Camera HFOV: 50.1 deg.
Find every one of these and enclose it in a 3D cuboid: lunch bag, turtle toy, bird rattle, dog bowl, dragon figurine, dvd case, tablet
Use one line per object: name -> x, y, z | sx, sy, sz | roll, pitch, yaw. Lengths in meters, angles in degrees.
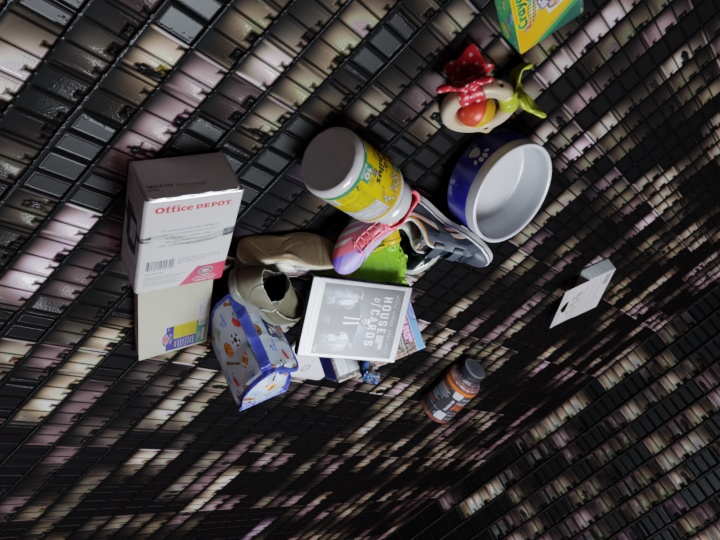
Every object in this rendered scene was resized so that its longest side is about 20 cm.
lunch bag -> -0.195, 0.139, 1.387 | 0.123, 0.171, 0.200 | -23, 163, -18
turtle toy -> 0.000, 0.000, 1.454 | 0.198, 0.101, 0.147 | -17, 106, -21
bird rattle -> 0.199, -0.273, 1.256 | 0.198, 0.114, 0.163 | -7, 158, -31
dog bowl -> 0.259, -0.158, 1.437 | 0.199, 0.079, 0.202 | -23, 133, -28
dragon figurine -> -0.022, 0.134, 1.464 | 0.100, 0.199, 0.059 | -54, -167, -13
dvd case -> -0.012, 0.089, 1.398 | 0.198, 0.025, 0.152 | 7, 104, -24
tablet -> -0.113, 0.204, 1.750 | 0.130, 0.014, 0.199 | -43, 147, 20

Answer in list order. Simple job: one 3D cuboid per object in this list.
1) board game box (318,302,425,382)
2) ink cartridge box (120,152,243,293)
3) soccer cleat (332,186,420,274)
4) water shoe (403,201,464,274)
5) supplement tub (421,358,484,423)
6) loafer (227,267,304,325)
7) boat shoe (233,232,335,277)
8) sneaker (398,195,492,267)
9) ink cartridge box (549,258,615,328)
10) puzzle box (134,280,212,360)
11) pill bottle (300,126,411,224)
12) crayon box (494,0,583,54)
board game box -> 0.006, 0.113, 1.558 | 0.198, 0.161, 0.097 | -19, -176, -19
ink cartridge box -> -0.268, -0.070, 1.138 | 0.143, 0.085, 0.201 | -12, 146, -30
soccer cleat -> 0.026, -0.074, 1.356 | 0.200, 0.076, 0.067 | -47, 110, -12
water shoe -> 0.143, -0.081, 1.516 | 0.200, 0.072, 0.079 | -46, 145, 4
supplement tub -> 0.268, 0.340, 2.201 | 0.106, 0.107, 0.200 | 2, 136, -43
loafer -> -0.144, 0.044, 1.310 | 0.069, 0.076, 0.200 | -11, 161, 24
boat shoe -> -0.129, -0.022, 1.353 | 0.198, 0.073, 0.065 | -1, 149, -31
sneaker -> 0.149, -0.053, 1.431 | 0.080, 0.199, 0.078 | -56, -177, -25
ink cartridge box -> 0.616, 0.067, 2.179 | 0.172, 0.044, 0.201 | -22, 149, -16
puzzle box -> -0.331, 0.078, 1.356 | 0.132, 0.026, 0.201 | -15, 146, -27
pill bottle -> 0.002, -0.144, 1.246 | 0.113, 0.113, 0.199 | -40, 148, 16
crayon box -> 0.253, -0.424, 1.115 | 0.118, 0.059, 0.200 | -34, 150, 3
